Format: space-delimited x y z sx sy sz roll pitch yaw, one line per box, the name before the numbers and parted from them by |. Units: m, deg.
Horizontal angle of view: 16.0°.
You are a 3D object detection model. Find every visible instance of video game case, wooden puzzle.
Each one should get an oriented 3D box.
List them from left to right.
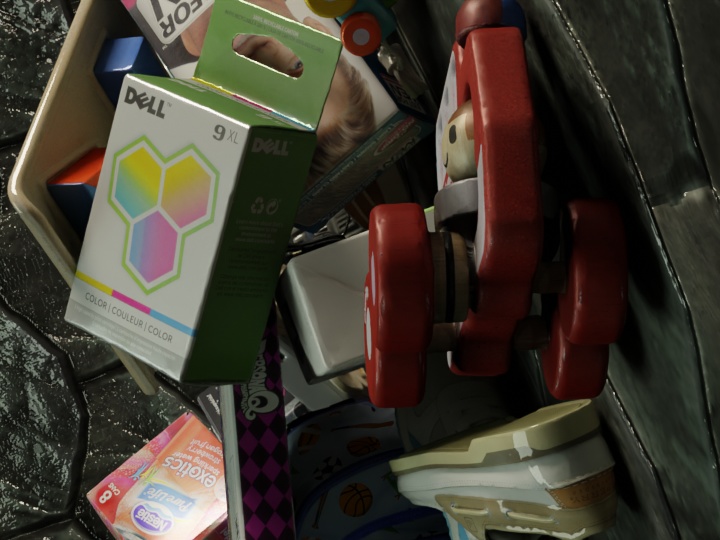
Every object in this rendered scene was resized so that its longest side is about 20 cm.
wooden puzzle | -0.131 -0.056 1.526 0.186 0.046 0.201 60 -148 -45
video game case | -0.066 0.083 1.522 0.181 0.036 0.201 106 160 -73

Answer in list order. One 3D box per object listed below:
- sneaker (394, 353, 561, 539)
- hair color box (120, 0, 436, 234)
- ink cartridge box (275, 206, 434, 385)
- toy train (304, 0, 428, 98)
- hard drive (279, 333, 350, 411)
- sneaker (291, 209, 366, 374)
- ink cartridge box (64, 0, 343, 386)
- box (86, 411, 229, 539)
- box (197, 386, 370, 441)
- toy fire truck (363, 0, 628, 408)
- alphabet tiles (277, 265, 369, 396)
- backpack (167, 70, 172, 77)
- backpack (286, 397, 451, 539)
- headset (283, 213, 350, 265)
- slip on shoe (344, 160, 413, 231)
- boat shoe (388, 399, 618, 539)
sneaker | 0.080 0.120 1.514 0.081 0.076 0.201 -52 52 54
hair color box | -0.056 -0.131 1.481 0.200 0.100 0.060 54 -165 19
ink cartridge box | 0.015 0.014 1.479 0.200 0.117 0.068 134 116 -83
toy train | -0.017 -0.195 1.434 0.200 0.056 0.150 55 -167 23
hard drive | -0.068 0.017 1.745 0.132 0.027 0.200 40 -168 -18
sneaker | 0.000 0.000 1.720 0.087 0.074 0.201 125 125 -86
ink cartridge box | -0.088 -0.048 1.416 0.104 0.059 0.201 25 104 39
box | -0.091 0.205 1.749 0.103 0.095 0.200 43 167 42
box | -0.010 0.154 1.831 0.200 0.115 0.132 55 178 -21
toy fire truck | 0.056 -0.034 1.183 0.200 0.111 0.169 95 172 -70
alphabet tiles | -0.046 0.011 1.737 0.196 0.015 0.200 49 -167 20
backpack | -0.096 -0.138 1.797 0.167 0.126 0.200 50 180 -20
backpack | 0.022 0.178 1.635 0.154 0.199 0.191 -134 31 -58
headset | -0.042 -0.105 1.643 0.123 0.093 0.201 171 90 -82
slip on shoe | -0.011 -0.117 1.543 0.201 0.060 0.076 60 155 16
boat shoe | 0.075 0.118 1.393 0.069 0.074 0.200 69 159 -1
